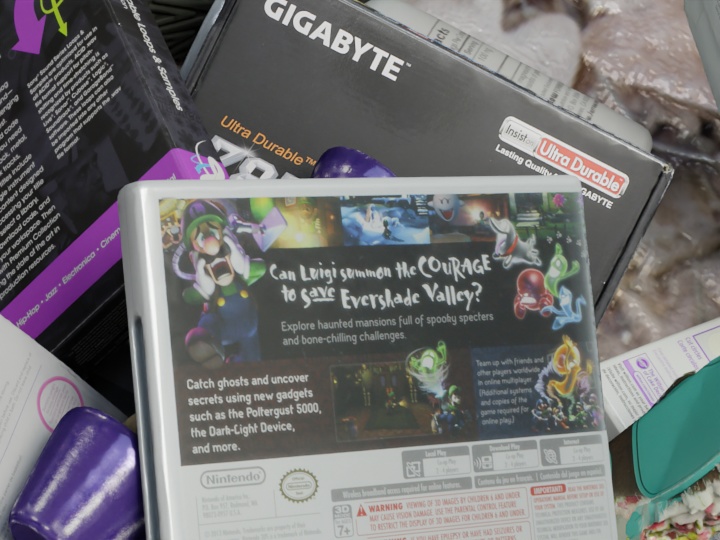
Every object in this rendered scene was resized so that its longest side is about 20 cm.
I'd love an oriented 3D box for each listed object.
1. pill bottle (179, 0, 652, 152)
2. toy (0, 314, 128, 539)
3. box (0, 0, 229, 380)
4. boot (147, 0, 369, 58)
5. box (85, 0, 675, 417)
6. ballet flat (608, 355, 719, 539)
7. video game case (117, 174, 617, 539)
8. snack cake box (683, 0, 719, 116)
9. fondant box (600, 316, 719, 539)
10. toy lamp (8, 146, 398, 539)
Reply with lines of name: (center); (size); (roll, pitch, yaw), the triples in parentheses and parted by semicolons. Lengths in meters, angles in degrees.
pill bottle: (0.019, -0.056, 1.074); (0.199, 0.115, 0.115); (28, 54, 3)
toy: (-0.113, 0.113, 0.919); (0.200, 0.047, 0.116); (40, 53, -28)
box: (-0.136, -0.054, 1.005); (0.036, 0.143, 0.201); (17, 39, -51)
boot: (-0.088, -0.200, 1.173); (0.180, 0.073, 0.201); (-8, 54, -23)
box: (0.000, 0.000, 1.001); (0.199, 0.050, 0.200); (28, 99, 3)
ballet flat: (0.127, 0.092, 0.971); (0.064, 0.200, 0.076); (30, 45, -21)
video game case: (0.008, 0.057, 0.898); (0.199, 0.023, 0.184); (-2, 84, -31)
snack cake box: (0.245, -0.088, 0.978); (0.198, 0.067, 0.116); (-5, 58, -16)
fondant box: (0.206, 0.085, 1.074); (0.199, 0.058, 0.145); (-19, 64, -25)
toy lamp: (-0.056, 0.035, 0.907); (0.058, 0.058, 0.200); (37, 61, 9)
